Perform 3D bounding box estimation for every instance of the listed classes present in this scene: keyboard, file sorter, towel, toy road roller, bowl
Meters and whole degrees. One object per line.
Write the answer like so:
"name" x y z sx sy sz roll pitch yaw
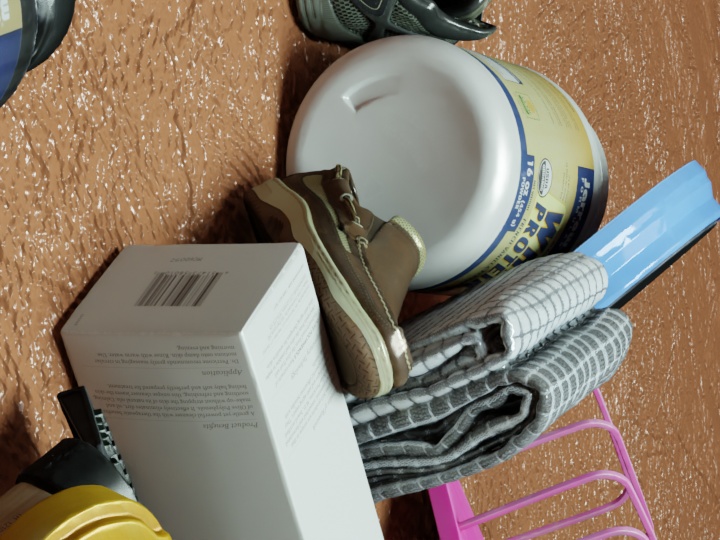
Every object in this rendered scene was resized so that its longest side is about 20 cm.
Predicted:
"keyboard" -0.102 0.144 1.258 0.127 0.021 0.201 -133 -158 -62
"file sorter" 0.123 0.183 1.610 0.201 0.125 0.139 -103 171 -50
"towel" 0.040 0.073 1.427 0.086 0.199 0.165 62 27 -2
"toy road roller" -0.113 0.186 1.132 0.123 0.146 0.201 -37 129 -32
"bowl" 0.137 0.012 1.573 0.039 0.201 0.200 50 27 6

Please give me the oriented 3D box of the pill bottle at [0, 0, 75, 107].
"pill bottle" -0.197 -0.098 1.029 0.200 0.111 0.113 -35 120 -60

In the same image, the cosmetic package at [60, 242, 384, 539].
"cosmetic package" -0.065 0.092 1.314 0.085 0.107 0.201 -58 141 -50

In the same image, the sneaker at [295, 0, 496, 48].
"sneaker" 0.049 -0.163 1.565 0.199 0.114 0.077 9 83 -67

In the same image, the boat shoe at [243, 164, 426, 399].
"boat shoe" -0.001 -0.005 1.369 0.202 0.074 0.075 -124 -165 -56

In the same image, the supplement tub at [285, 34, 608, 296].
"supplement tub" 0.058 -0.057 1.540 0.200 0.144 0.145 6 84 -65
